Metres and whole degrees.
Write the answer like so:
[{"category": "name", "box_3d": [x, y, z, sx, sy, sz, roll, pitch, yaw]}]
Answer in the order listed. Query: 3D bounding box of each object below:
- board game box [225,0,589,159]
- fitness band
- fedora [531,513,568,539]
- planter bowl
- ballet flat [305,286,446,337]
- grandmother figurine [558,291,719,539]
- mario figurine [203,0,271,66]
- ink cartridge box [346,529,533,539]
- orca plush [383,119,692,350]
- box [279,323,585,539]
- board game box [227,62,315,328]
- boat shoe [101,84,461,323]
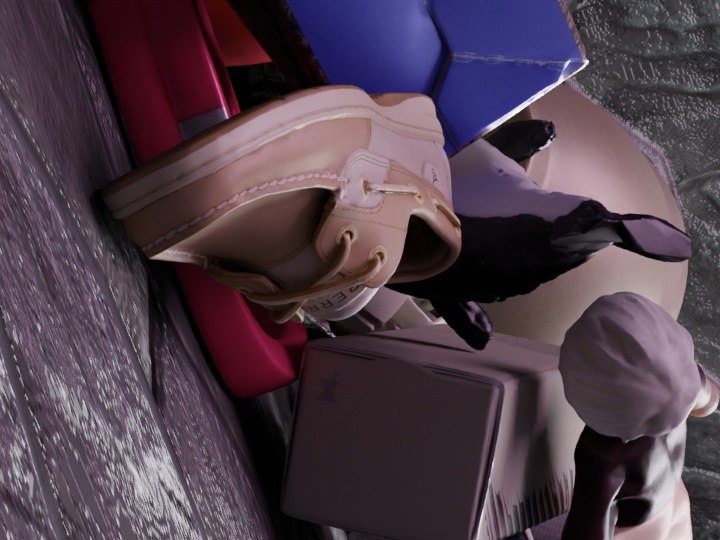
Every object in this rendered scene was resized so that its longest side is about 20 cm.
[{"category": "board game box", "box_3d": [-0.022, -0.155, 1.092, 0.200, 0.097, 0.159, 53, -5, 39]}, {"category": "fitness band", "box_3d": [-0.062, -0.051, 1.076, 0.144, 0.037, 0.200, 56, 16, -88]}, {"category": "fedora", "box_3d": [0.068, 0.121, 1.508, 0.092, 0.201, 0.201, 31, 29, -35]}, {"category": "planter bowl", "box_3d": [0.048, -0.024, 1.440, 0.135, 0.200, 0.200, 53, 17, -54]}, {"category": "ballet flat", "box_3d": [0.000, 0.000, 1.244, 0.200, 0.072, 0.072, 41, 30, -66]}, {"category": "grandmother figurine", "box_3d": [0.103, 0.081, 1.140, 0.200, 0.061, 0.121, 82, 25, -52]}, {"category": "mario figurine", "box_3d": [-0.044, -0.164, 1.294, 0.200, 0.123, 0.106, -111, -166, -63]}, {"category": "ink cartridge box", "box_3d": [0.049, 0.178, 1.190, 0.200, 0.086, 0.146, -54, 125, -85]}, {"category": "orca plush", "box_3d": [0.051, -0.007, 1.111, 0.200, 0.105, 0.071, 5, -59, 48]}, {"category": "box", "box_3d": [0.037, 0.063, 1.151, 0.200, 0.082, 0.068, -3, 104, -73]}, {"category": "board game box", "box_3d": [-0.027, -0.083, 1.388, 0.023, 0.105, 0.200, 9, 50, -34]}, {"category": "boat shoe", "box_3d": [-0.014, -0.018, 0.960, 0.200, 0.074, 0.069, -12, 79, -64]}]
